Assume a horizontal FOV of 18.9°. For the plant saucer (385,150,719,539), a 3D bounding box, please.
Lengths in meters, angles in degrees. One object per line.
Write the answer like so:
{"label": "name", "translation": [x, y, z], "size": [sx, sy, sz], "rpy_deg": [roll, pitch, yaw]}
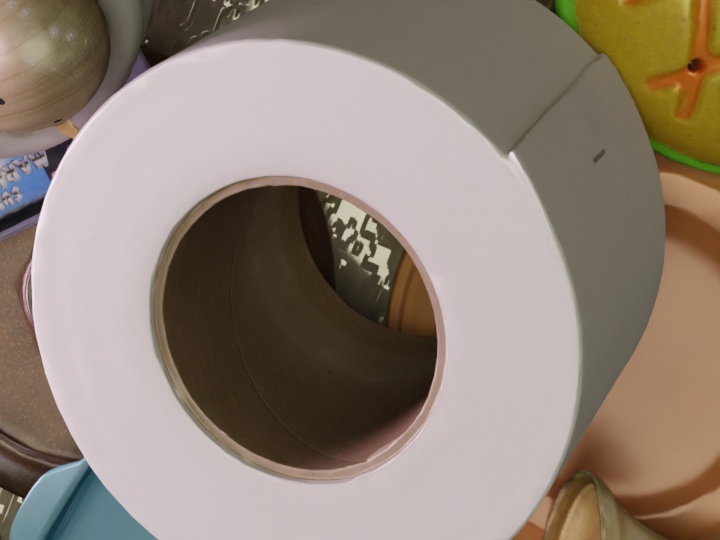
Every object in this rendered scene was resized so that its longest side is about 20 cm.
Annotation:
{"label": "plant saucer", "translation": [0.107, 0.034, 0.883], "size": [0.198, 0.037, 0.202], "rpy_deg": [1, 99, 5]}

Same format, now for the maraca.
{"label": "maraca", "translation": [0.165, -0.096, 0.827], "size": [0.199, 0.107, 0.138], "rpy_deg": [26, 103, -19]}

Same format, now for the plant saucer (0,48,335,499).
{"label": "plant saucer", "translation": [-0.110, 0.008, 0.904], "size": [0.198, 0.032, 0.202], "rpy_deg": [1, 99, 4]}

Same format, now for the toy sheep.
{"label": "toy sheep", "translation": [-0.137, -0.116, 0.783], "size": [0.137, 0.200, 0.139], "rpy_deg": [-12, 127, -17]}

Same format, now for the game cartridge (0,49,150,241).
{"label": "game cartridge", "translation": [-0.184, -0.061, 0.853], "size": [0.199, 0.038, 0.130], "rpy_deg": [-27, 75, -11]}

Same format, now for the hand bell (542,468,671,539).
{"label": "hand bell", "translation": [0.172, 0.145, 0.844], "size": [0.198, 0.104, 0.105], "rpy_deg": [10, 99, -8]}

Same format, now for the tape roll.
{"label": "tape roll", "translation": [0.000, 0.000, 0.782], "size": [0.201, 0.139, 0.205], "rpy_deg": [6, 110, 18]}

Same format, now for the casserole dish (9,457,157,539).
{"label": "casserole dish", "translation": [-0.050, 0.134, 0.896], "size": [0.199, 0.039, 0.122], "rpy_deg": [29, 106, -11]}
